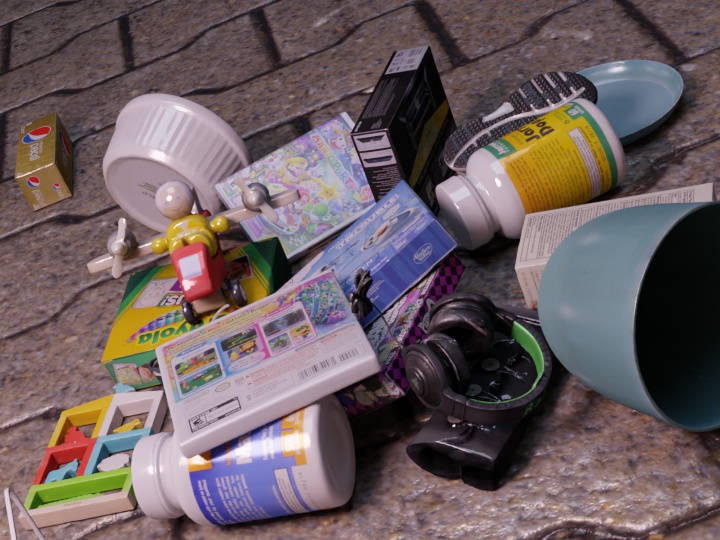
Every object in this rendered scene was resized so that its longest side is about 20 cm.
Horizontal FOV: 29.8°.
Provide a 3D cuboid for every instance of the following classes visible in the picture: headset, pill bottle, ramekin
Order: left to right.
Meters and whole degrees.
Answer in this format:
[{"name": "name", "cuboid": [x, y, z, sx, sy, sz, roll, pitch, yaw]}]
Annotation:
[{"name": "ramekin", "cuboid": [-0.247, -0.130, 1.788, 0.202, 0.203, 0.094, 0, 49, 32]}, {"name": "pill bottle", "cuboid": [-0.114, 0.184, 1.300, 0.199, 0.112, 0.112, -11, 33, 16]}, {"name": "headset", "cuboid": [0.082, 0.063, 1.255, 0.199, 0.094, 0.124, 22, 48, 17]}, {"name": "pill bottle", "cuboid": [0.191, -0.105, 1.542, 0.199, 0.113, 0.113, -28, 32, -8]}]

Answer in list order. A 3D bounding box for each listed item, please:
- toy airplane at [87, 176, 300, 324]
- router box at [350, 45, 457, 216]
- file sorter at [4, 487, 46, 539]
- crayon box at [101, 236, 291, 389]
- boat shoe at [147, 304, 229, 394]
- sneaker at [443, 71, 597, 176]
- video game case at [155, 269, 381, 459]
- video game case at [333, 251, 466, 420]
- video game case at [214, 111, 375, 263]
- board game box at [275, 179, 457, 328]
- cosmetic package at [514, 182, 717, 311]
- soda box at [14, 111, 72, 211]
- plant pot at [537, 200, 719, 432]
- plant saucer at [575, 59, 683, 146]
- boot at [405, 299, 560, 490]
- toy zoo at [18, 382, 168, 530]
[{"name": "toy airplane", "cuboid": [-0.193, -0.049, 1.561, 0.199, 0.142, 0.200, 11, 45, 40]}, {"name": "router box", "cuboid": [0.061, -0.157, 1.661, 0.052, 0.158, 0.200, -6, 35, 25]}, {"name": "file sorter", "cuboid": [-0.381, 0.315, 1.260, 0.199, 0.125, 0.139, -26, 32, -7]}, {"name": "crayon box", "cuboid": [-0.190, 0.051, 1.599, 0.199, 0.058, 0.173, -14, 33, 14]}, {"name": "boat shoe", "cuboid": [-0.154, 0.086, 1.458, 0.200, 0.062, 0.075, -24, 29, 44]}, {"name": "sneaker", "cuboid": [0.197, -0.171, 1.644, 0.199, 0.080, 0.074, -28, 57, 8]}, {"name": "video game case", "cuboid": [-0.094, 0.085, 1.312, 0.199, 0.024, 0.182, -25, 30, -3]}, {"name": "video game case", "cuboid": [0.008, 0.078, 1.398, 0.181, 0.036, 0.200, -27, 23, 41]}, {"name": "video game case", "cuboid": [-0.064, -0.102, 1.716, 0.199, 0.018, 0.143, -31, 67, -13]}, {"name": "board game box", "cuboid": [0.000, 0.000, 1.467, 0.200, 0.043, 0.199, -42, 16, 4]}, {"name": "cosmetic package", "cuboid": [0.268, -0.013, 1.381, 0.199, 0.088, 0.104, -9, 33, 23]}, {"name": "soda box", "cuboid": [-0.494, -0.173, 2.123, 0.067, 0.064, 0.200, -22, 32, 1]}, {"name": "plant pot", "cuboid": [0.259, 0.032, 1.229, 0.200, 0.201, 0.161, -39, 26, -25]}, {"name": "plant saucer", "cuboid": [0.307, -0.202, 1.698, 0.199, 0.028, 0.200, -17, 32, 11]}, {"name": "boot", "cuboid": [0.100, 0.117, 1.322, 0.164, 0.066, 0.200, 2, 43, 36]}, {"name": "toy zoo", "cuboid": [-0.284, 0.194, 1.479, 0.131, 0.021, 0.200, -13, 32, 15]}]
